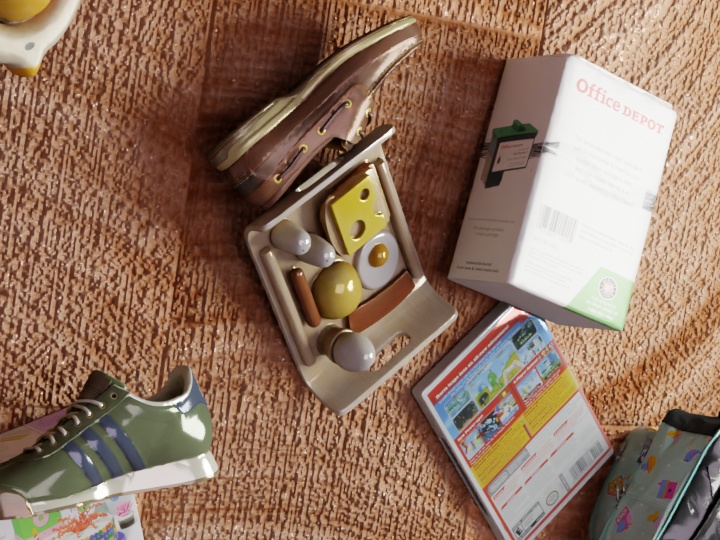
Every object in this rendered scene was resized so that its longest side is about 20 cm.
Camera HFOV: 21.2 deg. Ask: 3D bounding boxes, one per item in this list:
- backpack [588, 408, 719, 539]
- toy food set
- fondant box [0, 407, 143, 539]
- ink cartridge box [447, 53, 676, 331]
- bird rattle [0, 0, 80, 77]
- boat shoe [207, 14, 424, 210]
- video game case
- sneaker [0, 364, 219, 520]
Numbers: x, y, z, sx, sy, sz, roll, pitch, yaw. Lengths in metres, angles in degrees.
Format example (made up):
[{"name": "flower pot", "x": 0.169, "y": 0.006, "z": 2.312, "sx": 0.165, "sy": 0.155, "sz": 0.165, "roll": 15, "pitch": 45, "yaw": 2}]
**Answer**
[{"name": "backpack", "x": 0.298, "y": 0.246, "z": 1.755, "sx": 0.176, "sy": 0.153, "sz": 0.201, "roll": 42, "pitch": 65, "yaw": -32}, {"name": "toy food set", "x": 0.000, "y": 0.000, "z": 1.528, "sx": 0.143, "sy": 0.060, "sz": 0.201, "roll": -39, "pitch": 131, "yaw": -24}, {"name": "fondant box", "x": -0.233, "y": 0.217, "z": 1.419, "sx": 0.144, "sy": 0.058, "sz": 0.202, "roll": -21, "pitch": 112, "yaw": -32}, {"name": "ink cartridge box", "x": 0.173, "y": -0.066, "z": 1.634, "sx": 0.145, "sy": 0.084, "sz": 0.202, "roll": 22, "pitch": 80, "yaw": -37}, {"name": "bird rattle", "x": -0.256, "y": -0.221, "z": 1.314, "sx": 0.163, "sy": 0.112, "sz": 0.201, "roll": 35, "pitch": 65, "yaw": -47}, {"name": "boat shoe", "x": -0.025, "y": -0.122, "z": 1.485, "sx": 0.200, "sy": 0.072, "sz": 0.068, "roll": -39, "pitch": 96, "yaw": -18}, {"name": "video game case", "x": 0.138, "y": 0.134, "z": 1.700, "sx": 0.143, "sy": 0.017, "sz": 0.201, "roll": -43, "pitch": 121, "yaw": -22}, {"name": "sneaker", "x": -0.193, "y": 0.116, "z": 1.360, "sx": 0.199, "sy": 0.067, "sz": 0.091, "roll": -8, "pitch": 95, "yaw": -35}]
